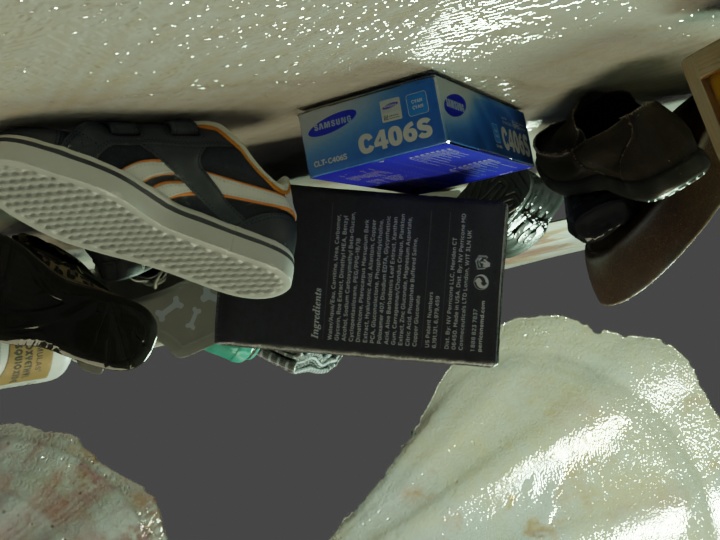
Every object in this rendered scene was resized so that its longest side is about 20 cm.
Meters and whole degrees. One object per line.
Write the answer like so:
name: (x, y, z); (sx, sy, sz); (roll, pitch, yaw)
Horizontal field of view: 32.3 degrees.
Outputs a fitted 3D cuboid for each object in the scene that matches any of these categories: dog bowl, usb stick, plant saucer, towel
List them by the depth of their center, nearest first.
plant saucer: (0.231, -0.065, 0.950); (0.034, 0.201, 0.200); (33, 168, -6)
usb stick: (0.187, -0.070, 0.991); (0.055, 0.033, 0.200); (-26, -166, 16)
dog bowl: (-0.173, 0.020, 1.126); (0.198, 0.059, 0.200); (-17, -162, 5)
towel: (-0.117, 0.077, 1.683); (0.164, 0.086, 0.200); (27, -172, 17)

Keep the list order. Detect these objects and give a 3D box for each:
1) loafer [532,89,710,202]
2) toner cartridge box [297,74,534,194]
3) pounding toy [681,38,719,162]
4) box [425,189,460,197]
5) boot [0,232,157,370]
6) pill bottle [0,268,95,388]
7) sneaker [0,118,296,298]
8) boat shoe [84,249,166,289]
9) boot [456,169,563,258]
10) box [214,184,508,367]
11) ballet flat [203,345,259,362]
loafer: (0.179, -0.099, 0.895); (0.073, 0.072, 0.200); (-30, -165, -13)
toner cartridge box: (0.044, -0.086, 0.832); (0.094, 0.044, 0.200); (-14, 175, 22)
pounding toy: (0.261, -0.086, 0.643); (0.141, 0.186, 0.200); (-22, 179, -17)
box: (-0.006, -0.008, 1.272); (0.198, 0.108, 0.152); (-8, 175, -33)
boot: (-0.263, 0.008, 0.952); (0.199, 0.074, 0.150); (22, -179, -29)
pill bottle: (-0.333, 0.053, 1.189); (0.198, 0.116, 0.114); (-8, 175, -36)
sneaker: (-0.125, -0.050, 0.726); (0.199, 0.080, 0.078); (23, 150, -33)
boat shoe: (-0.190, -0.014, 1.030); (0.072, 0.063, 0.200); (-11, 176, -1)
boot: (0.115, -0.035, 1.201); (0.164, 0.066, 0.200); (-40, 171, 12)
box: (0.000, 0.000, 0.938); (0.197, 0.119, 0.197); (4, -179, -1)
ballet flat: (-0.158, 0.022, 1.261); (0.070, 0.068, 0.200); (22, -163, -32)
